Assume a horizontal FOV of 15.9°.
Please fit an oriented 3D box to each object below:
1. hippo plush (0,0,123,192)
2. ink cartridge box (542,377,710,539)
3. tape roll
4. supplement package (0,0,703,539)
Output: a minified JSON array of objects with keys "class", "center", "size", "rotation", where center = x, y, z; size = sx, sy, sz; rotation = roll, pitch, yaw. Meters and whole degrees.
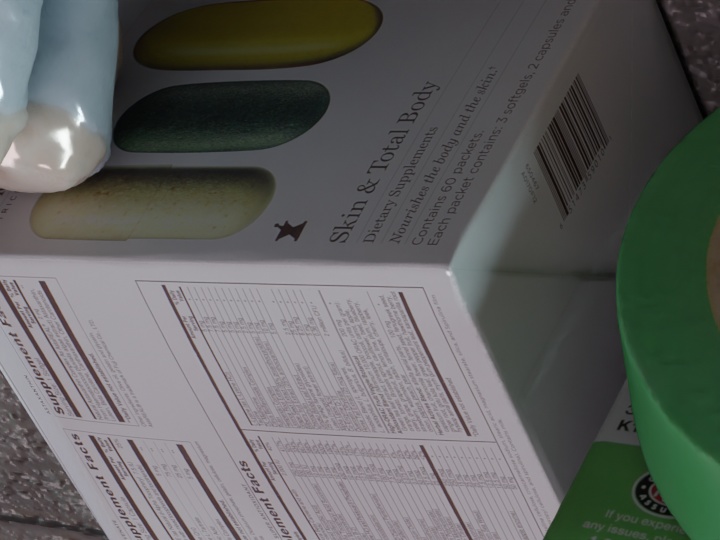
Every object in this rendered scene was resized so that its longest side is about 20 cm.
[{"class":"hippo plush","center":[-0.072,-0.124,0.784],"size":[0.160,0.201,0.160],"rotation":[-19,133,17]},{"class":"ink cartridge box","center":[0.157,0.053,0.770],"size":[0.145,0.200,0.085],"rotation":[10,136,24]},{"class":"tape roll","center":[0.171,0.013,0.708],"size":[0.200,0.201,0.048],"rotation":[10,138,25]},{"class":"supplement package","center":[0.000,0.000,0.854],"size":[0.199,0.152,0.151],"rotation":[1,134,34]}]
